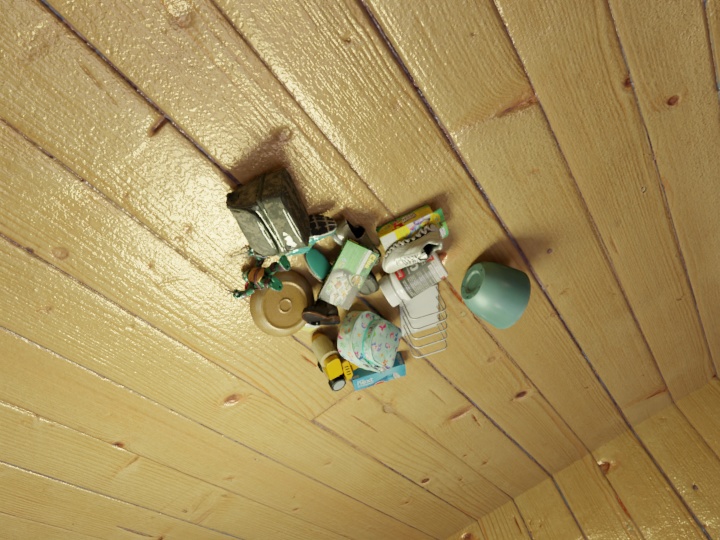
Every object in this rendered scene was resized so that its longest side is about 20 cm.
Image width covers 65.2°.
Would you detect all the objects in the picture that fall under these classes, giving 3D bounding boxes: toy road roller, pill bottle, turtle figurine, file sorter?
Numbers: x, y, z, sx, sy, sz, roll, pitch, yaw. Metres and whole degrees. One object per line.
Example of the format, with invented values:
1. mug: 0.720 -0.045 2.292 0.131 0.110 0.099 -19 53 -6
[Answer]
1. toy road roller: -0.071 0.287 1.874 0.144 0.123 0.202 -28 138 -13
2. pill bottle: 0.159 0.018 1.727 0.198 0.115 0.114 -33 133 9
3. turtle figurine: -0.286 0.010 1.554 0.197 0.153 0.100 -2 167 37
4. file sorter: 0.212 0.169 1.871 0.136 0.125 0.202 -16 133 -7

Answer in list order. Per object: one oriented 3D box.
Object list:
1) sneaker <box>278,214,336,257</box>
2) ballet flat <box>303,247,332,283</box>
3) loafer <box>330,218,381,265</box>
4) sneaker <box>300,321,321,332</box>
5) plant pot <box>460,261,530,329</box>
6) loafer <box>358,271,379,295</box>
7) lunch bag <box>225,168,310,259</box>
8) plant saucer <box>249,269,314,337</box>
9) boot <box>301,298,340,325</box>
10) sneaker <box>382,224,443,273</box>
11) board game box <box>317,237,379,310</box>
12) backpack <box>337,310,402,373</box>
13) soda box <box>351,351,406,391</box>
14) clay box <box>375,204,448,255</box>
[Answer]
1. sneaker: -0.154 -0.091 1.554 0.197 0.079 0.080 -20 143 11
2. ballet flat: -0.104 0.014 1.649 0.200 0.067 0.068 47 63 -18
3. loafer: -0.002 -0.082 1.607 0.069 0.076 0.199 -40 131 22
4. sneaker: -0.218 0.152 1.732 0.197 0.079 0.090 19 142 -20
5. plant pot: 0.421 0.065 1.820 0.159 0.202 0.202 23 119 -20
6. loafer: 0.000 0.000 1.679 0.072 0.072 0.201 -20 139 15
7. lunch bag: -0.234 -0.135 1.441 0.165 0.141 0.202 -13 134 13
8. plant saucer: -0.222 0.099 1.640 0.196 0.035 0.205 -4 100 -23
9. boot: -0.122 0.103 1.667 0.073 0.099 0.200 -10 165 19
10. sneaker: 0.150 -0.051 1.623 0.198 0.082 0.075 -34 135 13
11. board game box: -0.036 0.012 1.598 0.103 0.024 0.202 24 113 -14
12. backpack: 0.027 0.224 1.811 0.198 0.180 0.149 31 159 -32
13. soda box: 0.062 0.361 2.021 0.196 0.065 0.069 -15 133 -7
14. clay box: 0.154 -0.112 1.658 0.197 0.048 0.116 -25 134 1
